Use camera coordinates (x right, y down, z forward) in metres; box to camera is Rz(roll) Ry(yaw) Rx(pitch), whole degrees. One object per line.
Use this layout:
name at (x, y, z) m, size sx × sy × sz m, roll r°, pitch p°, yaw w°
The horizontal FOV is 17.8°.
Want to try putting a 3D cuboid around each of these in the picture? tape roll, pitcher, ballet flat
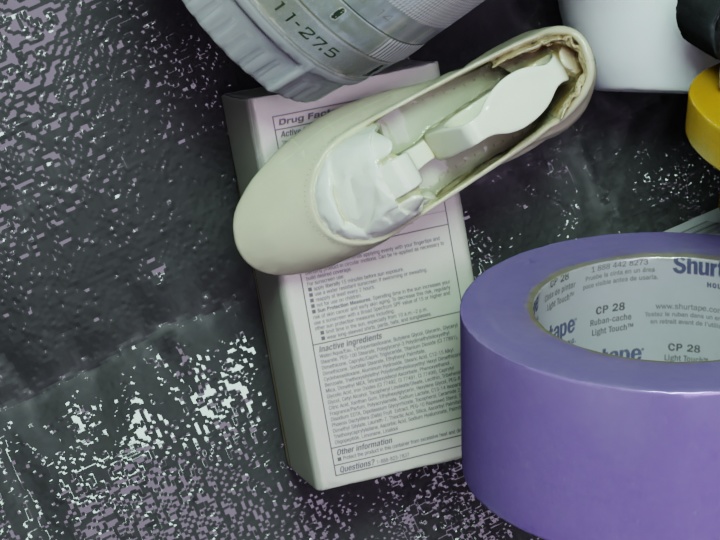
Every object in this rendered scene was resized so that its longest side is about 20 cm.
tape roll at (0.146, 0.054, 1.088) m, size 0.198 × 0.200 × 0.086 m, roll -6°, pitch 111°, yaw -14°
pitcher at (0.153, -0.189, 1.141) m, size 0.120 × 0.171 × 0.202 m, roll 3°, pitch 95°, yaw 18°
ballet flat at (0.030, -0.060, 1.098) m, size 0.199 × 0.069 × 0.070 m, roll -32°, pitch 102°, yaw -10°

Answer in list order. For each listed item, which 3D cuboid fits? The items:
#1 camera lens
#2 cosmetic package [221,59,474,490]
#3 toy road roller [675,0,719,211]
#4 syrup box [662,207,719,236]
camera lens at (0.014, -0.192, 1.053) m, size 0.199 × 0.160 × 0.160 m, roll -34°, pitch 105°, yaw 22°
cosmetic package at (0.000, 0.000, 1.168) m, size 0.103 × 0.073 × 0.202 m, roll -11°, pitch 98°, yaw -13°
toy road roller at (0.245, -0.087, 1.104) m, size 0.199 × 0.123 × 0.147 m, roll -21°, pitch 130°, yaw -30°
syrup box at (0.231, 0.064, 1.231) m, size 0.081 × 0.079 × 0.201 m, roll -23°, pitch 101°, yaw -12°
